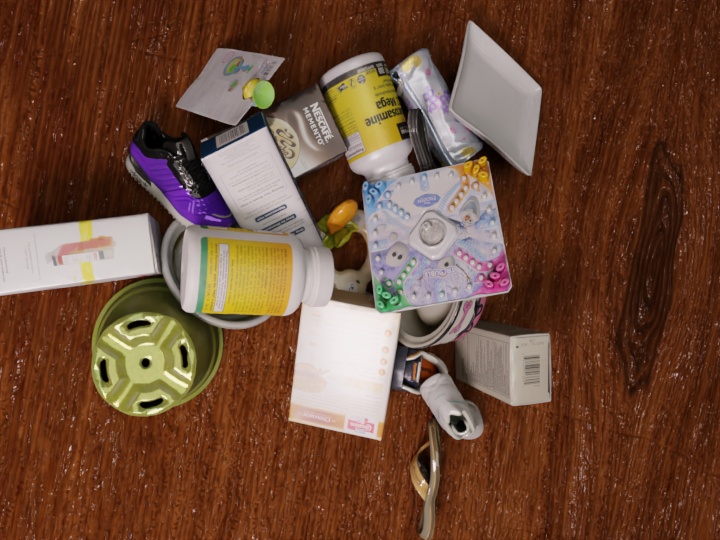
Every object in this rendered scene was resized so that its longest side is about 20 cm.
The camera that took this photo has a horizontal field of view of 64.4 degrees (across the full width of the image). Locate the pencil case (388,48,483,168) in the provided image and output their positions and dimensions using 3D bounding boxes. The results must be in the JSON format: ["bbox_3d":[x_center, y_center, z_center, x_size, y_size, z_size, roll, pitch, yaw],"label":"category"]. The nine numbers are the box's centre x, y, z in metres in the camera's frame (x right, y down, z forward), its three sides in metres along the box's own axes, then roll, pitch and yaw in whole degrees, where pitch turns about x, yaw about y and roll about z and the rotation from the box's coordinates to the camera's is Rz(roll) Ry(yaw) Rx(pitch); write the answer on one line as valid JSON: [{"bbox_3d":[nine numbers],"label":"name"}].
[{"bbox_3d":[0.124,-0.264,0.951,0.082,0.091,0.202,-29,103,29],"label":"pencil case"}]

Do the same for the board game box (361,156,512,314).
[{"bbox_3d":[0.104,-0.054,0.827,0.194,0.026,0.206,-10,72,11],"label":"board game box"}]

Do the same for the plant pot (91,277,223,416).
[{"bbox_3d":[-0.292,0.117,0.806,0.195,0.184,0.207,-1,92,-14],"label":"plant pot"}]

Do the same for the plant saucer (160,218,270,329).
[{"bbox_3d":[-0.209,0.002,0.864,0.196,0.050,0.204,21,50,-26],"label":"plant saucer"}]

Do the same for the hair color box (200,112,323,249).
[{"bbox_3d":[-0.136,-0.106,0.815,0.098,0.061,0.203,-24,126,0],"label":"hair color box"}]

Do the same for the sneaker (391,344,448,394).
[{"bbox_3d":[0.055,0.158,0.951,0.194,0.079,0.081,6,91,-13],"label":"sneaker"}]

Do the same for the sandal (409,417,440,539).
[{"bbox_3d":[0.108,0.357,0.979,0.052,0.080,0.206,6,94,7],"label":"sandal"}]

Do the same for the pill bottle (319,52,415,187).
[{"bbox_3d":[0.018,-0.228,0.914,0.110,0.112,0.205,-23,97,-12],"label":"pill bottle"}]

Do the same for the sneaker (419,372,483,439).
[{"bbox_3d":[0.160,0.249,0.946,0.070,0.081,0.201,-35,135,7],"label":"sneaker"}]

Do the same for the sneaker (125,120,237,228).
[{"bbox_3d":[-0.255,-0.139,0.824,0.198,0.100,0.070,38,38,4],"label":"sneaker"}]

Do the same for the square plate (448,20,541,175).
[{"bbox_3d":[0.229,-0.287,0.967,0.198,0.028,0.202,30,60,-27],"label":"square plate"}]

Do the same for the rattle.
[{"bbox_3d":[0.000,0.000,0.906,0.127,0.142,0.206,-8,87,-32],"label":"rattle"}]

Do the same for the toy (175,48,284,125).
[{"bbox_3d":[-0.186,-0.262,0.839,0.047,0.198,0.116,41,80,-42],"label":"toy"}]

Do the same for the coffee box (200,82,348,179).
[{"bbox_3d":[-0.131,-0.189,0.887,0.197,0.080,0.115,-29,98,-8],"label":"coffee box"}]

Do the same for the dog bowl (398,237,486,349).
[{"bbox_3d":[0.121,0.025,0.913,0.072,0.198,0.206,9,89,-32],"label":"dog bowl"}]

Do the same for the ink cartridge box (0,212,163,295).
[{"bbox_3d":[-0.382,-0.023,0.800,0.194,0.145,0.086,-8,92,-14],"label":"ink cartridge box"}]

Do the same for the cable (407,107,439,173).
[{"bbox_3d":[0.098,-0.157,0.912,0.201,0.049,0.099,55,47,-44],"label":"cable"}]

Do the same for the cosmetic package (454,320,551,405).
[{"bbox_3d":[0.225,0.143,0.931,0.069,0.200,0.109,-2,93,-15],"label":"cosmetic package"}]

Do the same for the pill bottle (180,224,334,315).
[{"bbox_3d":[-0.139,0.003,0.778,0.195,0.112,0.116,3,91,-23],"label":"pill bottle"}]

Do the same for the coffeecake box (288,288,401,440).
[{"bbox_3d":[-0.022,0.141,0.889,0.149,0.073,0.206,10,102,6],"label":"coffeecake box"}]
